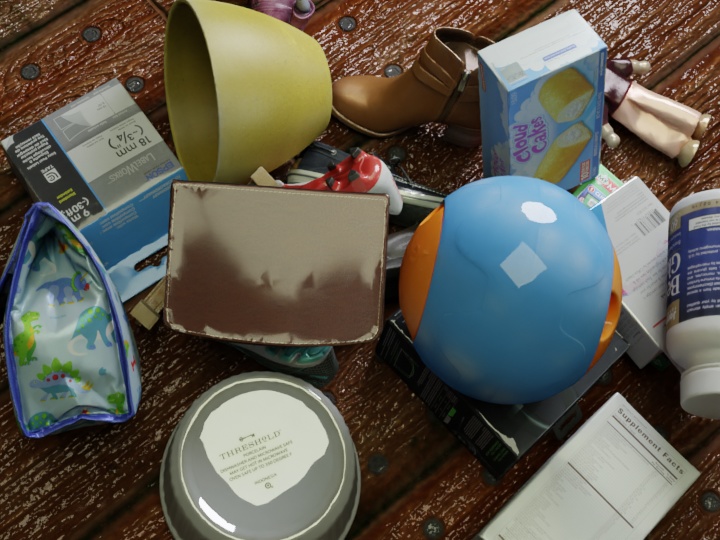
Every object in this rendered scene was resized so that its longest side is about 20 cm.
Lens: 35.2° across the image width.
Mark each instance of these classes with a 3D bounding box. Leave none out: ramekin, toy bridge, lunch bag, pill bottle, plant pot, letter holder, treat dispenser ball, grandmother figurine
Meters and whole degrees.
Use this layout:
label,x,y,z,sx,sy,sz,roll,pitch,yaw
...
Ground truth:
label,x,y,z,sx,sy,sz,roll,pitch,yaw
ramekin,-0.093,0.189,1.071,0.200,0.094,0.205,3,67,-6
toy bridge,-0.159,-0.022,1.142,0.027,0.067,0.200,42,88,-8
lunch bag,-0.273,0.043,1.043,0.126,0.170,0.203,-8,89,-12
pill bottle,0.347,0.034,1.079,0.110,0.111,0.202,9,66,-3
plant pot,-0.112,-0.186,1.189,0.140,0.200,0.202,-9,67,-23
letter holder,-0.078,-0.001,1.059,0.197,0.101,0.144,3,86,-5
treat dispenser ball,0.133,0.018,1.013,0.198,0.201,0.203,3,66,-6
grandmother figurine,0.303,-0.201,1.313,0.198,0.061,0.122,28,57,3

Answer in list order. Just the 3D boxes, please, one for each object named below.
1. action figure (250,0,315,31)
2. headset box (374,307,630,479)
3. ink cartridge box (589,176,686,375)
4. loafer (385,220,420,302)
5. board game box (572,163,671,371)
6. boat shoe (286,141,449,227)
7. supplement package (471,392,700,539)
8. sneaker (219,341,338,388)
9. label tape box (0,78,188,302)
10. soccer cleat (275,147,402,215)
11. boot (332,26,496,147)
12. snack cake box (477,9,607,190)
label,x,y,z,sx,sy,sz,roll,pitch,yaw
action figure,-0.104,-0.307,1.303,0.132,0.149,0.203,-1,83,24
headset box,0.146,0.083,1.148,0.174,0.093,0.200,-41,77,-21
ink cartridge box,0.302,0.017,1.179,0.115,0.068,0.201,-33,74,-18
loafer,0.000,0.000,1.187,0.198,0.073,0.072,-13,51,-20
board game box,0.295,-0.006,1.241,0.200,0.029,0.134,43,68,12
boat shoe,0.020,-0.094,1.222,0.198,0.075,0.063,15,71,5
supplement package,0.207,0.234,1.080,0.200,0.110,0.114,-40,76,-20
sneaker,-0.102,0.064,1.137,0.199,0.092,0.078,26,68,33
label tape box,-0.259,-0.083,1.186,0.144,0.063,0.201,-33,74,-18
soccer cleat,-0.048,-0.062,1.173,0.198,0.085,0.069,-19,44,30
boot,0.064,-0.208,1.231,0.197,0.155,0.074,9,65,-3
snack cake box,0.189,-0.161,1.190,0.114,0.201,0.067,-26,56,-9
